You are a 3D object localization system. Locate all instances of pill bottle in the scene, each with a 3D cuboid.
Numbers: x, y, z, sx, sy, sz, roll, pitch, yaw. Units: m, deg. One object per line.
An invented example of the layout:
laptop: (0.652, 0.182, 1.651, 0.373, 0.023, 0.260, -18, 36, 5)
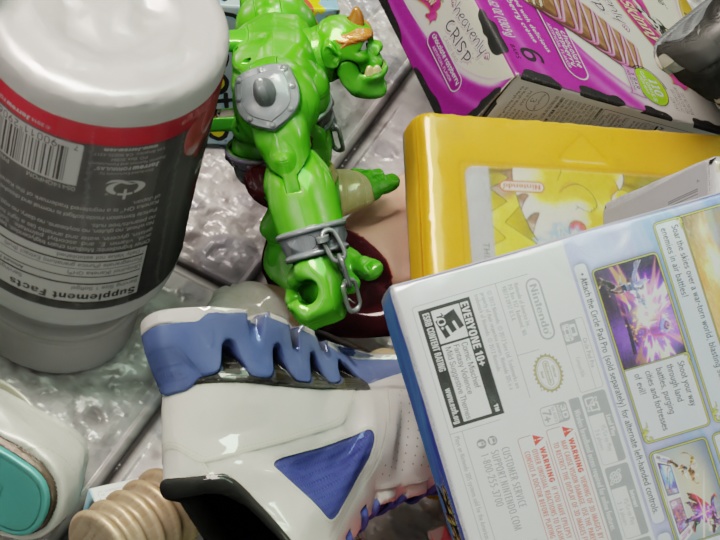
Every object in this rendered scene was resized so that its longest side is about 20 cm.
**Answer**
pill bottle: (-0.130, -0.046, 1.076, 0.110, 0.200, 0.111, 9, 46, -9)

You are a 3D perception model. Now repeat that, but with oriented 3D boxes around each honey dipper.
honey dipper: (-0.047, 0.083, 1.049, 0.038, 0.038, 0.200, 41, 44, 21)

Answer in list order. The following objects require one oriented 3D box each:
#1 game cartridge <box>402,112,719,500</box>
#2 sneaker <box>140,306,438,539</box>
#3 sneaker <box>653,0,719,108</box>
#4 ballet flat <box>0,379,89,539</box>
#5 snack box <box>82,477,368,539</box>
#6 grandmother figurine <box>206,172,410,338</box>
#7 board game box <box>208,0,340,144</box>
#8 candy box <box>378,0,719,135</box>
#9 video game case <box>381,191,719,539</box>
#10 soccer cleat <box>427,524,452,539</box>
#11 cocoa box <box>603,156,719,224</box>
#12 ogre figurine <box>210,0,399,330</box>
game cartridge: (0.111, 0.024, 1.148, 0.176, 0.032, 0.200, 3, 70, -18)
sneaker: (-0.013, 0.091, 1.009, 0.199, 0.080, 0.115, 14, 73, -34)
sneaker: (0.212, -0.093, 1.188, 0.116, 0.075, 0.200, 52, 13, 0)
ballet flat: (-0.210, 0.053, 1.063, 0.200, 0.069, 0.069, 31, 46, 7)
snack box: (-0.034, 0.170, 1.017, 0.116, 0.037, 0.200, -10, 51, -26)
grandmother figurine: (0.000, 0.000, 1.179, 0.200, 0.061, 0.121, -31, 39, -33)
board game box: (-0.125, -0.139, 1.233, 0.200, 0.103, 0.105, 0, 48, -17)
candy box: (0.116, -0.113, 1.268, 0.200, 0.061, 0.137, 11, 41, -39)
video game case: (0.123, 0.079, 0.960, 0.181, 0.045, 0.200, -16, 83, -7)
soccer cleat: (0.057, 0.145, 1.019, 0.200, 0.067, 0.077, -22, 91, -52)
cocoa box: (0.195, 0.059, 1.070, 0.131, 0.133, 0.201, 3, 80, -16)
ogre figurine: (-0.032, -0.064, 1.113, 0.098, 0.120, 0.200, -4, 29, 21)
